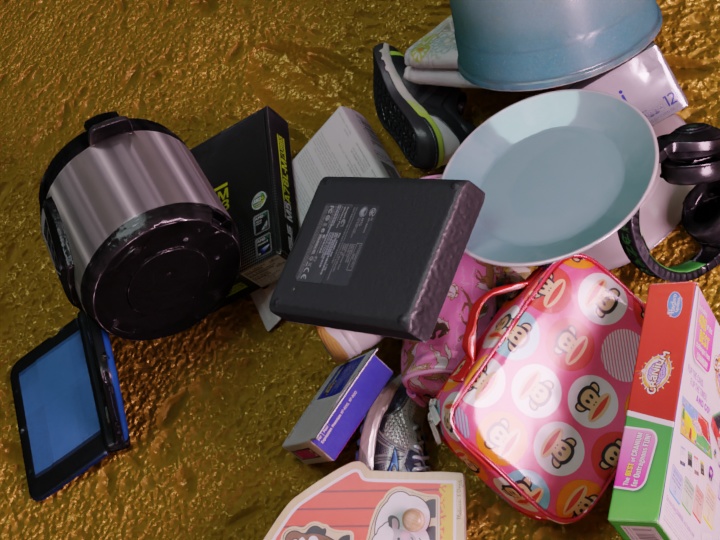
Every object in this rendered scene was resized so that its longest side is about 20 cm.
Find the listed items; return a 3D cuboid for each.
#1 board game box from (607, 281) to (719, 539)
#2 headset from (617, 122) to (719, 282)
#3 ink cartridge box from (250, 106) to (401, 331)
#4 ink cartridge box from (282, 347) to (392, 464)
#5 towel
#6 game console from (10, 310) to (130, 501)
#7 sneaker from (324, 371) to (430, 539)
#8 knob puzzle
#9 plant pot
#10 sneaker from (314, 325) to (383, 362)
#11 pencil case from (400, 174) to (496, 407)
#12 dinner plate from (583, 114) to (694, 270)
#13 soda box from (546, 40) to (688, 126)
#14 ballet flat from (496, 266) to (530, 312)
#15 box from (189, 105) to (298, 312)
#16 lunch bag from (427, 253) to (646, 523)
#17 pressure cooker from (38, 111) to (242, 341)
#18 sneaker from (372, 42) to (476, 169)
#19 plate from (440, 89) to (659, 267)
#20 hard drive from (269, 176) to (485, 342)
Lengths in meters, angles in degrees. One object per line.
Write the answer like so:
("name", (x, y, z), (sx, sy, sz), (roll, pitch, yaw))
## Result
("board game box", (0.252, 0.135, 1.192), (0.040, 0.153, 0.202), (-3, 56, 31))
("headset", (0.300, -0.078, 1.351), (0.199, 0.124, 0.094), (-37, 24, -16))
("ink cartridge box", (-0.043, -0.051, 1.604), (0.200, 0.057, 0.163), (-50, 43, 21))
("ink cartridge box", (-0.020, 0.124, 1.370), (0.037, 0.200, 0.095), (35, 77, -2))
("towel", (0.161, -0.237, 1.552), (0.198, 0.049, 0.171), (8, 39, 39))
("game console", (-0.318, 0.106, 1.608), (0.117, 0.172, 0.201), (-13, 47, -11))
("sneaker", (0.040, 0.188, 1.354), (0.084, 0.077, 0.202), (9, 72, 29))
("knob puzzle", (-0.008, 0.261, 1.290), (0.217, 0.030, 0.223), (-5, 75, 17))
("plant pot", (0.163, -0.296, 1.410), (0.197, 0.190, 0.201), (-15, 29, 8))
("sneaker", (0.000, 0.000, 1.455), (0.087, 0.075, 0.201), (-24, 43, 13))
("pencil case", (0.076, 0.018, 1.360), (0.087, 0.082, 0.203), (134, 140, -57))
("dinner plate", (0.226, -0.087, 1.458), (0.198, 0.024, 0.202), (-16, 52, 21))
("soda box", (0.202, -0.139, 1.435), (0.199, 0.069, 0.064), (-31, 15, 10))
("ballet flat", (0.144, 0.030, 1.405), (0.063, 0.076, 0.200), (-18, 40, -23))
("box", (-0.157, -0.051, 1.637), (0.198, 0.047, 0.195), (-26, 55, 26))
("lunch bag", (0.156, 0.090, 1.269), (0.201, 0.176, 0.082), (-50, 6, -13))
("pressure cooker", (-0.228, -0.051, 1.540), (0.176, 0.178, 0.201), (-49, 51, 21))
("sneaker", (0.070, -0.171, 1.606), (0.082, 0.072, 0.201), (-12, 44, -13))
("plate", (0.162, -0.076, 1.317), (0.198, 0.026, 0.202), (-16, 46, 17))
("hard drive", (0.011, -0.015, 1.341), (0.199, 0.033, 0.141), (6, 68, 52))
